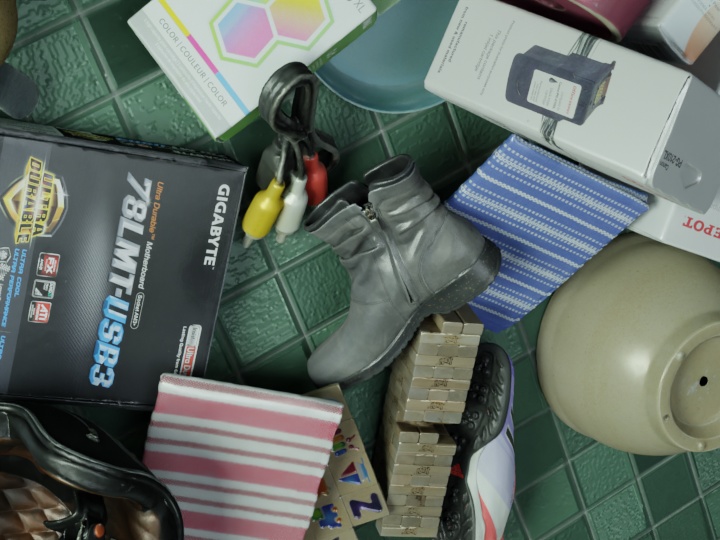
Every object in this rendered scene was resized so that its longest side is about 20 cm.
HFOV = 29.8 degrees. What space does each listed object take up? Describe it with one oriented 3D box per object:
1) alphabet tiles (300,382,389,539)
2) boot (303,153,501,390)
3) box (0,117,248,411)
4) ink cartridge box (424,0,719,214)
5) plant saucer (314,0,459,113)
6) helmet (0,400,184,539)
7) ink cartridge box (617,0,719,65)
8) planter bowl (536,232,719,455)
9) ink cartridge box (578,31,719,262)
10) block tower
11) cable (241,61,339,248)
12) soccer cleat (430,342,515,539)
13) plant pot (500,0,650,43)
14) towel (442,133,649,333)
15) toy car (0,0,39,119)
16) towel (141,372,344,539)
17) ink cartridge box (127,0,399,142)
[{"bbox_3d":[-0.063,0.201,1.122,0.166,0.008,0.201,-19,116,4],"label":"alphabet tiles"},{"bbox_3d":[0.000,0.000,1.063,0.200,0.070,0.131,-40,115,21],"label":"boot"},{"bbox_3d":[-0.198,0.000,1.004,0.197,0.050,0.202,8,104,-26],"label":"box"},{"bbox_3d":[0.171,-0.126,1.022,0.144,0.199,0.085,13,103,-57],"label":"ink cartridge box"},{"bbox_3d":[0.030,-0.223,1.049,0.198,0.027,0.202,-7,109,-23],"label":"plant saucer"},{"bbox_3d":[-0.243,0.185,0.963,0.200,0.189,0.202,-30,127,-50],"label":"helmet"},{"bbox_3d":[0.265,-0.255,1.071,0.200,0.162,0.050,-47,114,-5],"label":"ink cartridge box"},{"bbox_3d":[0.275,0.081,1.200,0.198,0.135,0.202,-8,111,-22],"label":"planter bowl"},{"bbox_3d":[0.298,-0.117,1.139,0.146,0.146,0.202,15,100,-28],"label":"ink cartridge box"},{"bbox_3d":[0.051,0.124,1.139,0.053,0.058,0.202,5,110,-16],"label":"block tower"},{"bbox_3d":[-0.040,-0.087,0.994,0.097,0.200,0.050,-31,75,-24],"label":"cable"},{"bbox_3d":[0.109,0.159,1.196,0.073,0.068,0.202,-6,106,-48],"label":"soccer cleat"},{"bbox_3d":[0.170,-0.275,0.992,0.199,0.200,0.180,24,91,-29],"label":"plant pot"},{"bbox_3d":[0.116,-0.025,1.093,0.144,0.024,0.200,20,136,-27],"label":"towel"},{"bbox_3d":[-0.287,-0.168,0.880,0.199,0.157,0.166,3,98,-52],"label":"toy car"},{"bbox_3d":[-0.106,0.169,1.069,0.145,0.030,0.202,11,119,-13],"label":"towel"},{"bbox_3d":[-0.054,-0.193,0.962,0.199,0.059,0.104,-38,91,1],"label":"ink cartridge box"}]
